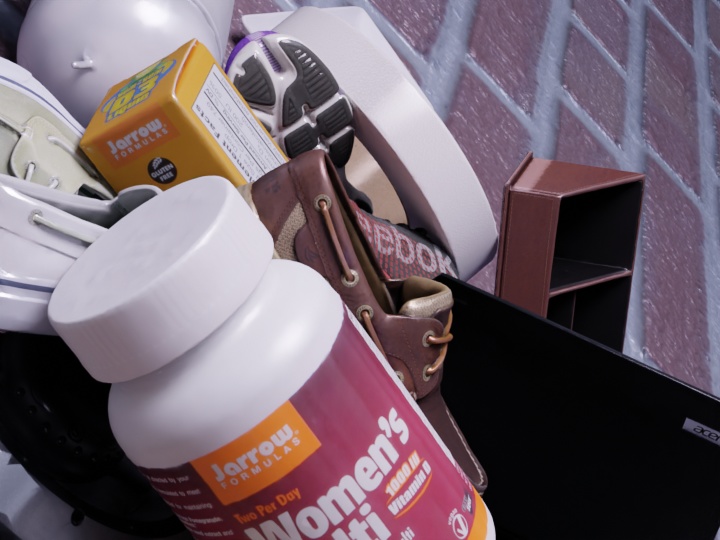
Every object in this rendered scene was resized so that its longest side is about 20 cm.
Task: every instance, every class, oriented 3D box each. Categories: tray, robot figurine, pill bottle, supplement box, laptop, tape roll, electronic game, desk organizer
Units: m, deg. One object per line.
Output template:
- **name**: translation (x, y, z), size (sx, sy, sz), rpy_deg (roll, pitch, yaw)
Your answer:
- **tray**: translation (-0.018, -0.146, 1.206), size (0.108, 0.022, 0.200), rpy_deg (55, 27, 7)
- **robot figurine**: translation (-0.132, -0.141, 0.920), size (0.170, 0.113, 0.201), rpy_deg (49, 25, -30)
- **pill bottle**: translation (-0.036, 0.066, 0.674), size (0.200, 0.109, 0.110), rpy_deg (55, 24, -23)
- **supplement box**: translation (-0.057, -0.017, 0.836), size (0.200, 0.066, 0.069), rpy_deg (54, 27, -21)
- **laptop**: translation (0.107, 0.103, 0.853), size (0.176, 0.104, 0.200), rpy_deg (25, -8, 16)
- **tape roll**: translation (0.008, -0.074, 1.015), size (0.203, 0.037, 0.203), rpy_deg (49, -12, 14)
- **electronic game**: translation (-0.141, 0.062, 0.736), size (0.200, 0.042, 0.200), rpy_deg (44, 20, -21)
- **desk organizer**: translation (0.126, 0.035, 1.017), size (0.077, 0.201, 0.072), rpy_deg (10, 23, 15)

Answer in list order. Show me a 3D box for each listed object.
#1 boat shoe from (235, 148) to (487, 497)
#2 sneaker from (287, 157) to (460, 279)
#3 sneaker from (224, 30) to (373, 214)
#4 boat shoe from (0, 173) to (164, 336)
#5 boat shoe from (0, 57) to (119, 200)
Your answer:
- **boat shoe**: translation (0.014, 0.031, 0.765), size (0.201, 0.072, 0.072), rpy_deg (56, 13, -14)
- **sneaker**: translation (0.000, 0.000, 0.936), size (0.200, 0.071, 0.098), rpy_deg (44, 28, -19)
- **sneaker**: translation (-0.051, -0.075, 0.967), size (0.084, 0.080, 0.200), rpy_deg (53, -12, 31)
- **boat shoe**: translation (-0.096, -0.004, 0.725), size (0.073, 0.067, 0.199), rpy_deg (28, 14, 35)
- **boat shoe**: translation (-0.159, -0.047, 0.801), size (0.200, 0.072, 0.062), rpy_deg (30, 17, -40)
